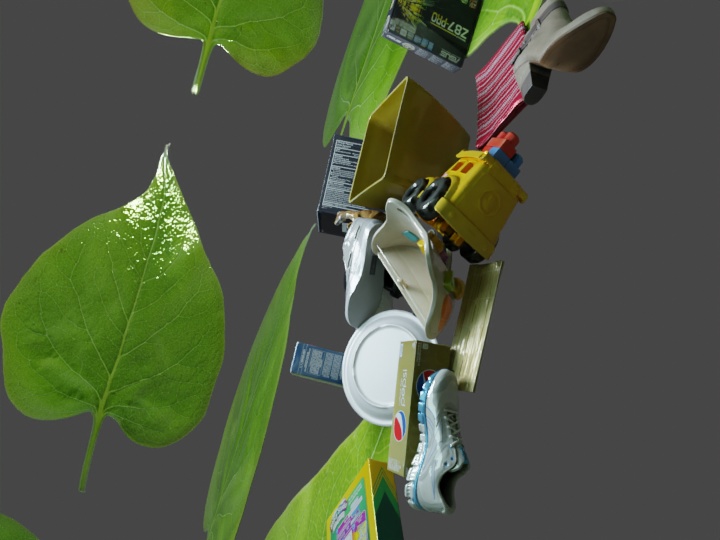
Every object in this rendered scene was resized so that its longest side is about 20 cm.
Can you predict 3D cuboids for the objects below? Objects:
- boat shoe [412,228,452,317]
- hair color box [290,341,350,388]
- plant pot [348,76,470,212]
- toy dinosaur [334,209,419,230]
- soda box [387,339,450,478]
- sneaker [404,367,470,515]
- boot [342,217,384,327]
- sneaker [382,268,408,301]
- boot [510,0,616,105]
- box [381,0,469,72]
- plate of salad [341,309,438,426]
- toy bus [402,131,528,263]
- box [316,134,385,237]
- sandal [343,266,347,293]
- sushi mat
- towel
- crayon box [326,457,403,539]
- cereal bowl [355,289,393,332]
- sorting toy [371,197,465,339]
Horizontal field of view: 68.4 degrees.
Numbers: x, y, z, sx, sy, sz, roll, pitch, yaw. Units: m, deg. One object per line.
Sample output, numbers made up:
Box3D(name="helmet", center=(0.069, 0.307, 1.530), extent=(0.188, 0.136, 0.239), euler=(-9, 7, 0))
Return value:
Box3D(name="boat shoe", center=(0.127, 0.000, 0.973), extent=(0.074, 0.063, 0.205), euler=(128, 154, -49))
Box3D(name="hair color box", center=(-0.036, 0.196, 1.037), extent=(0.100, 0.193, 0.063), euler=(114, 171, -76))
Box3D(name="plant pot", center=(0.106, -0.223, 1.066), extent=(0.199, 0.171, 0.207), euler=(163, 123, -68))
Box3D(name="toy dinosaur", center=(0.036, -0.105, 1.105), extent=(0.062, 0.193, 0.108), euler=(85, -168, -47))
Box3D(name="soda box", center=(0.093, 0.218, 0.841), extent=(0.064, 0.066, 0.207), euler=(158, 121, -67))
Box3D(name="sneaker", center=(0.126, 0.246, 0.763), extent=(0.085, 0.073, 0.207), euler=(-6, 71, 52))
Box3D(name="boot", center=(0.000, 0.000, 1.024), extent=(0.095, 0.072, 0.207), euler=(24, 101, 60))
Box3D(name="sneaker", center=(0.076, -0.021, 1.071), extent=(0.074, 0.109, 0.202), euler=(-60, 22, 28))
Box3D(name="boot", center=(0.295, -0.354, 0.793), extent=(0.200, 0.068, 0.151), euler=(139, 147, -58))
Box3D(name="box", center=(0.159, -0.563, 1.182), extent=(0.049, 0.195, 0.166), euler=(-157, 86, -73))
Box3D(name="plate of salad", center=(0.055, 0.173, 0.950), extent=(0.194, 0.048, 0.207), euler=(-11, 67, 26))
Box3D(name="toy bus", center=(0.178, -0.135, 0.863), extent=(0.194, 0.134, 0.200), euler=(-53, 18, 3))
Box3D(name="box", center=(0.012, -0.185, 1.243), extent=(0.124, 0.193, 0.205), euler=(97, -176, -71))
Box3D(name="sandal", center=(0.006, 0.046, 1.348), extent=(0.201, 0.044, 0.077), euler=(52, 128, 52))
Box3D(name="sushi mat", center=(0.175, 0.086, 0.831), extent=(0.095, 0.012, 0.207), euler=(176, 110, -69))
Box3D(name="towel", center=(0.256, -0.335, 0.967), extent=(0.145, 0.022, 0.206), euler=(135, 148, -54))
Box3D(name="crayon box", center=(0.004, 0.467, 0.924), extent=(0.175, 0.057, 0.203), euler=(-98, 31, -55))
Box3D(name="cereal bowl", center=(0.029, 0.043, 1.144), extent=(0.200, 0.080, 0.208), euler=(-3, -90, -87))
Box3D(name="sorting toy", center=(0.092, -0.026, 0.854), extent=(0.202, 0.105, 0.181), euler=(58, 177, 32))
